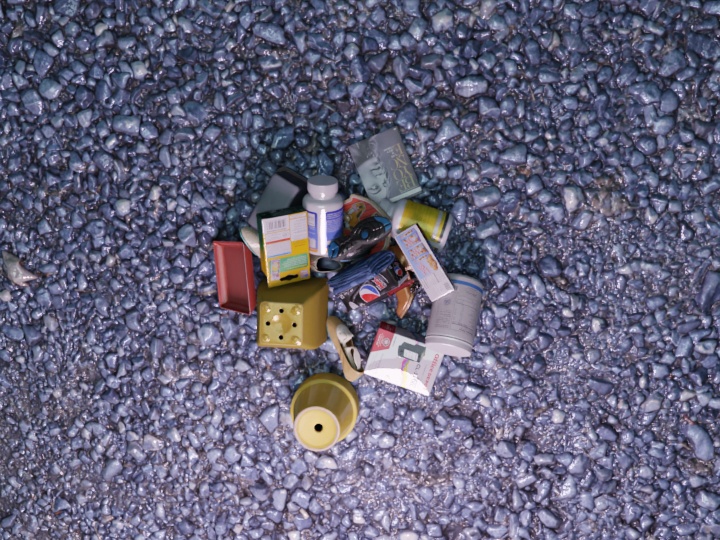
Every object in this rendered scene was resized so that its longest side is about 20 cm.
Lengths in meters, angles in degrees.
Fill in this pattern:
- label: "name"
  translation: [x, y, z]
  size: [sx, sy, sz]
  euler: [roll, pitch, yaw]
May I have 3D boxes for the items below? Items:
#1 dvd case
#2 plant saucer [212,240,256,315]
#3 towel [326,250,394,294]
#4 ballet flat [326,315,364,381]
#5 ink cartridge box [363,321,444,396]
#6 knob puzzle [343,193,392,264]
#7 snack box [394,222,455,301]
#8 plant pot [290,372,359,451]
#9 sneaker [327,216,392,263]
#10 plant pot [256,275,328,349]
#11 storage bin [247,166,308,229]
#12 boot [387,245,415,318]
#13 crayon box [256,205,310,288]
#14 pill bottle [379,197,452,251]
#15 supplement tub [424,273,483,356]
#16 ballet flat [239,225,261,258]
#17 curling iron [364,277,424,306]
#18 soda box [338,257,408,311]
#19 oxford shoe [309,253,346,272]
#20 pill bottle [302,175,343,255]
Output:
- label: "dvd case"
  translation: [0.070, -0.282, 1.679]
  size: [0.148, 0.016, 0.201]
  euler: [-22, 96, 7]
- label: "plant saucer"
  translation: [-0.352, 0.015, 1.696]
  size: [0.037, 0.199, 0.201]
  euler: [-9, 99, -36]
- label: "towel"
  translation: [0.000, 0.000, 1.619]
  size: [0.200, 0.112, 0.049]
  euler: [-26, 100, 51]
- label: "ballet flat"
  translation: [-0.037, 0.213, 1.710]
  size: [0.063, 0.069, 0.201]
  euler: [-33, 74, 42]
- label: "ink cartridge box"
  translation: [0.127, 0.250, 1.713]
  size: [0.199, 0.083, 0.146]
  euler: [19, 99, 3]
- label: "knob puzzle"
  translation: [0.006, -0.113, 1.641]
  size: [0.219, 0.030, 0.220]
  euler: [20, 121, 37]
- label: "snack box"
  translation: [0.170, -0.021, 1.583]
  size: [0.072, 0.024, 0.200]
  euler: [-31, 89, 26]
- label: "plant pot"
  translation: [-0.109, 0.414, 1.704]
  size: [0.200, 0.189, 0.202]
  euler: [1, 98, 4]
- label: "sneaker"
  translation: [0.008, -0.080, 1.596]
  size: [0.200, 0.082, 0.073]
  euler: [-26, 58, 29]
- label: "plant pot"
  translation: [-0.201, 0.126, 1.667]
  size: [0.195, 0.200, 0.195]
  euler: [3, 98, 6]
- label: "storage bin"
  translation: [-0.220, -0.176, 1.661]
  size: [0.145, 0.134, 0.200]
  euler: [31, 100, 1]
- label: "boot"
  translation: [0.088, 0.024, 1.699]
  size: [0.154, 0.074, 0.201]
  euler: [17, 101, 11]
- label: "crayon box"
  translation: [-0.205, -0.064, 1.608]
  size: [0.125, 0.052, 0.201]
  euler: [-13, 119, -23]
- label: "pill bottle"
  translation: [0.144, -0.131, 1.644]
  size: [0.199, 0.112, 0.112]
  euler: [18, 99, 2]
- label: "supplement tub"
  translation: [0.254, 0.120, 1.627]
  size: [0.131, 0.132, 0.201]
  euler: [13, 74, 3]
- label: "ballet flat"
  translation: [-0.256, -0.057, 1.651]
  size: [0.062, 0.068, 0.200]
  euler: [-21, 130, 14]
- label: "curling iron"
  translation: [0.091, 0.066, 1.656]
  size: [0.200, 0.026, 0.050]
  euler: [-20, 91, 29]
- label: "soda box"
  translation: [0.033, 0.041, 1.656]
  size: [0.200, 0.071, 0.063]
  euler: [-29, 97, 38]
- label: "oxford shoe"
  translation: [-0.140, -0.029, 1.703]
  size: [0.199, 0.074, 0.071]
  euler: [-1, 100, 6]
- label: "pill bottle"
  translation: [-0.102, -0.152, 1.635]
  size: [0.112, 0.112, 0.201]
  euler: [5, 118, 5]
